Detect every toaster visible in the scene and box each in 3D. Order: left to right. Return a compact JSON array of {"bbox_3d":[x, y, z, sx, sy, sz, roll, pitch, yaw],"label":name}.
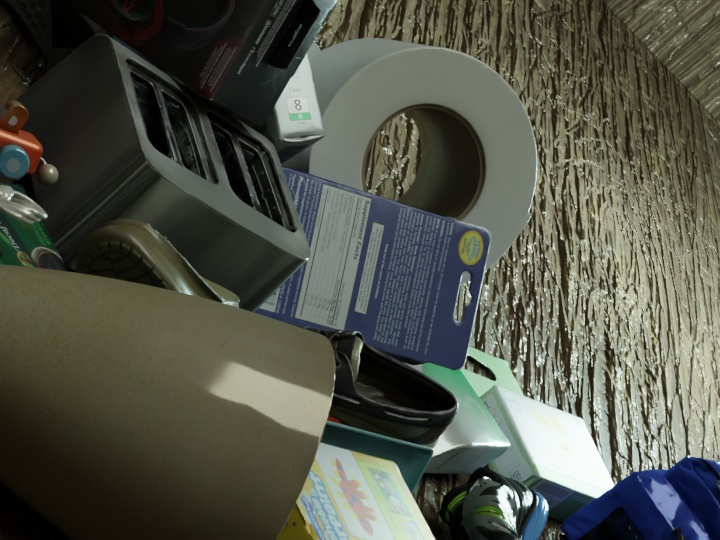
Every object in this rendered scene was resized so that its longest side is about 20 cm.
[{"bbox_3d":[-0.148,-0.052,1.534,0.181,0.119,0.200,31,27,-39],"label":"toaster"}]

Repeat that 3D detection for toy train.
[{"bbox_3d":[-0.253,-0.091,1.378,0.150,0.056,0.200,21,8,-17],"label":"toy train"}]

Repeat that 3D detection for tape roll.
[{"bbox_3d":[0.029,-0.090,1.767,0.203,0.203,0.139,41,-6,-22],"label":"tape roll"}]

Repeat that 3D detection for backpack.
[{"bbox_3d":[0.290,0.268,1.805,0.162,0.168,0.200,6,51,-53],"label":"backpack"}]

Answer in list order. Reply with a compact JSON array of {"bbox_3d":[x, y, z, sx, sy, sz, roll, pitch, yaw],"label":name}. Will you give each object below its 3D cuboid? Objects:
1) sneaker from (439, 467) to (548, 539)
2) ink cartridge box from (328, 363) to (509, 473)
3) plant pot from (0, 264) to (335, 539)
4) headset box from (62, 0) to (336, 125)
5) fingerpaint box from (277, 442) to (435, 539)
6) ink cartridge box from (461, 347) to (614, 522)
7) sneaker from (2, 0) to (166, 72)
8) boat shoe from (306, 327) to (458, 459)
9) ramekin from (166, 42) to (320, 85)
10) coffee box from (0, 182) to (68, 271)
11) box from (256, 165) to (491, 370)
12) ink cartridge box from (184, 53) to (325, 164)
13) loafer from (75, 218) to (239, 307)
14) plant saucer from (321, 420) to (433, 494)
[{"bbox_3d":[0.094,0.211,1.655,0.083,0.071,0.200,34,20,0],"label":"sneaker"},{"bbox_3d":[0.021,0.088,1.714,0.161,0.050,0.200,57,20,22],"label":"ink cartridge box"},{"bbox_3d":[-0.147,0.081,1.254,0.200,0.187,0.187,27,27,-18],"label":"plant pot"},{"bbox_3d":[-0.106,-0.213,1.588,0.200,0.149,0.075,36,7,32],"label":"headset box"},{"bbox_3d":[-0.005,0.215,1.419,0.167,0.073,0.200,21,34,-54],"label":"fingerpaint box"},{"bbox_3d":[0.145,0.132,1.914,0.145,0.048,0.200,24,35,-48],"label":"ink cartridge box"},{"bbox_3d":[-0.225,-0.238,1.741,0.146,0.077,0.203,-18,78,-56],"label":"sneaker"},{"bbox_3d":[-0.017,0.074,1.603,0.200,0.065,0.072,28,40,-14],"label":"boat shoe"},{"bbox_3d":[-0.109,-0.180,1.871,0.202,0.094,0.203,41,22,-21],"label":"ramekin"},{"bbox_3d":[-0.261,-0.008,1.331,0.200,0.044,0.123,12,42,-59],"label":"coffee box"},{"bbox_3d":[0.000,0.000,1.666,0.200,0.121,0.032,16,-11,-20],"label":"box"},{"bbox_3d":[-0.101,-0.175,1.700,0.050,0.161,0.201,-9,80,-31],"label":"ink cartridge box"},{"bbox_3d":[-0.126,0.032,1.451,0.068,0.076,0.200,-79,148,-43],"label":"loafer"},{"bbox_3d":[-0.021,0.142,1.536,0.019,0.070,0.200,32,7,38],"label":"plant saucer"}]
